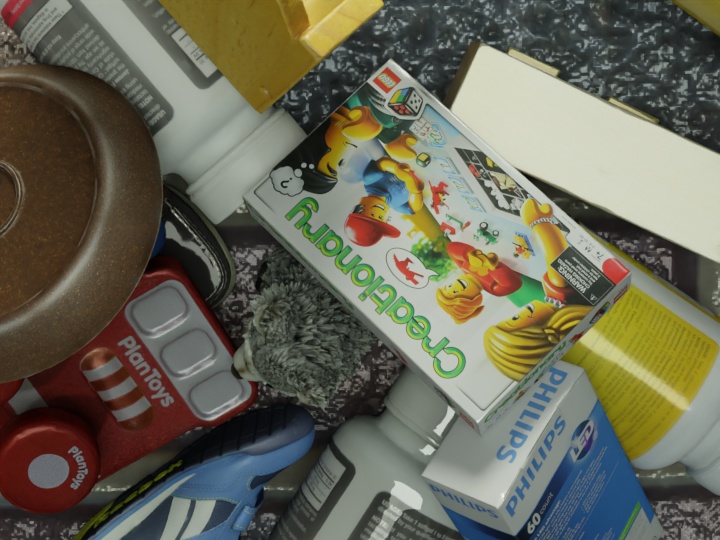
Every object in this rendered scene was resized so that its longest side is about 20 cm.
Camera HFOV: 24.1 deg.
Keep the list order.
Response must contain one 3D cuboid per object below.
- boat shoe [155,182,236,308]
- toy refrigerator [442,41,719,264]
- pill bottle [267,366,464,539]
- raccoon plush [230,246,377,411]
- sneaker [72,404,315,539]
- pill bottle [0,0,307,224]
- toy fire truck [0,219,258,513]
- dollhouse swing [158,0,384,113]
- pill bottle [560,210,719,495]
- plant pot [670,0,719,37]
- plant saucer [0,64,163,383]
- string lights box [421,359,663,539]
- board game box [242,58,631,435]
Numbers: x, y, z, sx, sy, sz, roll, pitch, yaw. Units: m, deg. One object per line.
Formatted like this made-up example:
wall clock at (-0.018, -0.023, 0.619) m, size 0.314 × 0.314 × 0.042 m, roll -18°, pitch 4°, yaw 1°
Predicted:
boat shoe at (-0.165, -0.044, 1.080) m, size 0.072 × 0.065 × 0.200 m, roll -43°, pitch 96°, yaw 9°
toy refrigerator at (0.152, -0.079, 1.077) m, size 0.200 × 0.076 × 0.070 m, roll 24°, pitch 97°, yaw -4°
pill bottle at (0.011, 0.164, 1.083) m, size 0.111 × 0.111 × 0.200 m, roll 32°, pitch 96°, yaw -5°
raccoon plush at (0.000, 0.000, 1.054) m, size 0.097 × 0.134 × 0.200 m, roll 40°, pitch 95°, yaw -6°
sneaker at (-0.102, 0.162, 1.111) m, size 0.200 × 0.074 × 0.082 m, roll -36°, pitch 97°, yaw 12°
pill bottle at (-0.125, -0.129, 1.047) m, size 0.111 × 0.111 × 0.200 m, roll -40°, pitch 96°, yaw 5°
toy fire truck at (-0.177, 0.040, 1.052) m, size 0.168 × 0.112 × 0.200 m, roll -30°, pitch 116°, yaw 0°
dollhouse swing at (-0.051, -0.228, 0.972) m, size 0.176 × 0.182 × 0.200 m, roll -43°, pitch 96°, yaw -19°
pill bottle at (0.170, 0.057, 1.077) m, size 0.200 × 0.112 × 0.112 m, roll 34°, pitch 96°, yaw -5°
plant pot at (0.245, -0.220, 1.008) m, size 0.201 × 0.201 × 0.189 m, roll -44°, pitch 111°, yaw 5°
plant saucer at (-0.212, -0.035, 0.971) m, size 0.200 × 0.034 × 0.200 m, roll -7°, pitch 68°, yaw 17°
string lights box at (0.118, 0.145, 1.043) m, size 0.103 × 0.059 × 0.200 m, roll -55°, pitch 141°, yaw -21°
board game box at (0.043, -0.017, 0.995) m, size 0.126 × 0.035 × 0.200 m, roll -44°, pitch 72°, yaw -9°
